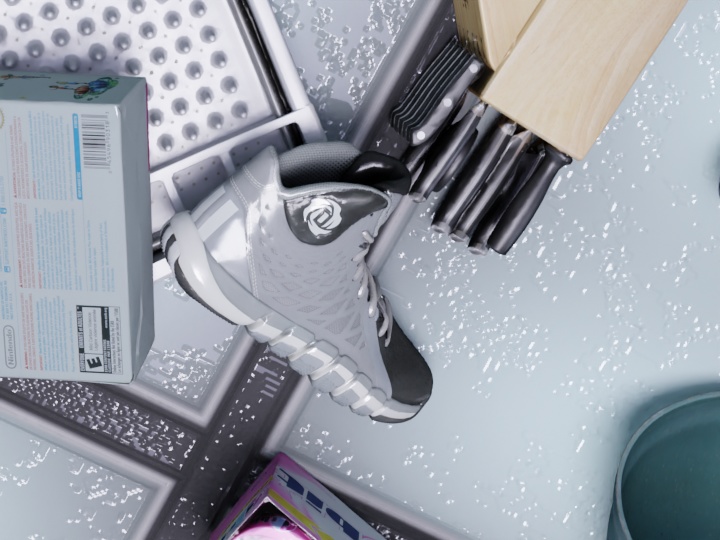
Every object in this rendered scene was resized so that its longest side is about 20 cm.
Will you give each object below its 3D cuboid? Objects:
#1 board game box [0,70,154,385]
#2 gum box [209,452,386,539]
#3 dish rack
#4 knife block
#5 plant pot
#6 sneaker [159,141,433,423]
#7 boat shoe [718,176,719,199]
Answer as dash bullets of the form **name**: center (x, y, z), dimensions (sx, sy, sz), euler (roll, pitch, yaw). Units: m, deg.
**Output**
- **board game box**: center (-0.206, -0.025, 1.000), dimensions (0.198, 0.064, 0.149), euler (3, 111, 6)
- **gum box**: center (0.008, 0.196, 1.089), dimensions (0.200, 0.114, 0.066), euler (40, 96, -3)
- **dish rack**: center (-0.122, -0.098, 1.043), dimensions (0.171, 0.044, 0.201), euler (-23, 109, -3)
- **knife block**: center (0.110, -0.101, 1.076), dimensions (0.198, 0.064, 0.177), euler (-14, 108, -7)
- **plant pot**: center (0.223, 0.185, 1.127), dimensions (0.199, 0.201, 0.135), euler (3, 133, -12)
- **sneaker**: center (0.000, 0.000, 1.046), dimensions (0.115, 0.075, 0.200), euler (-44, 132, 14)
- **boat shoe**: center (0.295, -0.058, 1.127), dimensions (0.199, 0.091, 0.071), euler (-11, 110, -36)
